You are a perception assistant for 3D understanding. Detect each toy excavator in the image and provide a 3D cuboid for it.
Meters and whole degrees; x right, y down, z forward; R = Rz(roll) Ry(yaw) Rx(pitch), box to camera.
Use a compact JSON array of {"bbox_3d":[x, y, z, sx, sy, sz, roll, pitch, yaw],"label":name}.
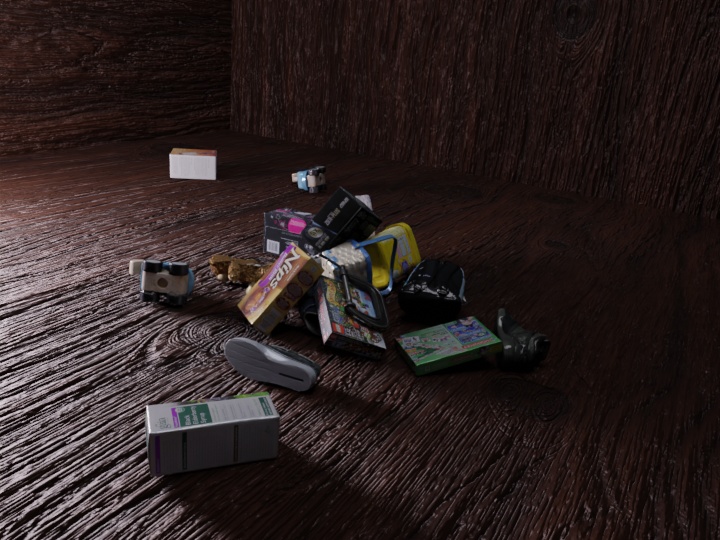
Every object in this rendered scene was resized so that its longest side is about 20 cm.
[{"bbox_3d":[-0.509,0.015,1.618,0.193,0.101,0.200,6,7,-2],"label":"toy excavator"},{"bbox_3d":[-0.241,-0.404,2.806,0.198,0.101,0.194,3,17,22],"label":"toy excavator"}]

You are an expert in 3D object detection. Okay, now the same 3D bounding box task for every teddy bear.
[{"bbox_3d":[-0.305,0.008,1.705,0.198,0.067,0.145,5,16,-11],"label":"teddy bear"}]

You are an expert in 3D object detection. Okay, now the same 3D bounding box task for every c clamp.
[{"bbox_3d":[-0.012,0.054,1.444,0.170,0.027,0.201,25,26,-29],"label":"c clamp"}]

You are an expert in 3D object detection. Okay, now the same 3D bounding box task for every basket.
[{"bbox_3d":[0.000,0.000,1.640,0.199,0.177,0.139,-9,33,-21],"label":"basket"}]

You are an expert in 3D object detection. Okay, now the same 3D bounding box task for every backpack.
[{"bbox_3d":[0.192,0.047,1.637,0.162,0.155,0.201,7,41,12],"label":"backpack"}]

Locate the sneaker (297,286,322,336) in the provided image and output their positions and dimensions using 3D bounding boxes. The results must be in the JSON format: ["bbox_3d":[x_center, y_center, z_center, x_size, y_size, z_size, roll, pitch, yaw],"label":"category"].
[{"bbox_3d":[-0.058,0.098,1.513,0.201,0.077,0.146,9,28,-25],"label":"sneaker"}]

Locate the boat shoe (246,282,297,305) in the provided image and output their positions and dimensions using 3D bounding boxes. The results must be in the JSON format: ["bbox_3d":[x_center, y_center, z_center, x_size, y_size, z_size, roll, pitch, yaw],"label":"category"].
[{"bbox_3d":[-0.191,0.048,1.622,0.199,0.064,0.073,8,20,9],"label":"boat shoe"}]

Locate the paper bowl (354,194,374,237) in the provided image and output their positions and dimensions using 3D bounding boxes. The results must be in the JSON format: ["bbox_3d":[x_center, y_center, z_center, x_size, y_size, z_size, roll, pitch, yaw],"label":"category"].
[{"bbox_3d":[-0.014,-0.124,1.936,0.103,0.202,0.201,-7,21,-2],"label":"paper bowl"}]

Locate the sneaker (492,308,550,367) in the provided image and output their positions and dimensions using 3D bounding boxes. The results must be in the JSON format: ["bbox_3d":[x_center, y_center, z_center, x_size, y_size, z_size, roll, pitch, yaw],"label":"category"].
[{"bbox_3d":[0.361,0.155,1.452,0.113,0.077,0.200,7,23,-1],"label":"sneaker"}]

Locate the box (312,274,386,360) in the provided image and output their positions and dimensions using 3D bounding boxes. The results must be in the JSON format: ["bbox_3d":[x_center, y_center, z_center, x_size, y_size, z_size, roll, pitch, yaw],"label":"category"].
[{"bbox_3d":[-0.027,0.101,1.414,0.136,0.038,0.201,20,29,-26],"label":"box"}]

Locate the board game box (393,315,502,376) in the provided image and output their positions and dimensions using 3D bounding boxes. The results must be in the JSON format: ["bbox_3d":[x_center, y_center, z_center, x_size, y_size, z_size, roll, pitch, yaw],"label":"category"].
[{"bbox_3d":[0.188,0.161,1.398,0.199,0.029,0.135,-13,25,-13],"label":"board game box"}]

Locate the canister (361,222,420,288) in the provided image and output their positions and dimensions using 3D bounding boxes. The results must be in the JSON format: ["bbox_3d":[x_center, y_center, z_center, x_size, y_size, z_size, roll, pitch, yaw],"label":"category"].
[{"bbox_3d":[0.083,-0.044,1.813,0.086,0.150,0.200,-14,8,31],"label":"canister"}]

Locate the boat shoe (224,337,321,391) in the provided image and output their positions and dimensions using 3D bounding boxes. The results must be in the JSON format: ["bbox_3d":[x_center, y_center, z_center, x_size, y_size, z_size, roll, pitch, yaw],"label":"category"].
[{"bbox_3d":[-0.172,0.184,1.266,0.199,0.073,0.071,21,14,13],"label":"boat shoe"}]

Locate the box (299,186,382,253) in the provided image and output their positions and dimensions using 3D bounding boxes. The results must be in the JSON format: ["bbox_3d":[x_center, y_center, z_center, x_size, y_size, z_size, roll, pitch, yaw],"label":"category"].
[{"bbox_3d":[-0.048,-0.116,1.706,0.086,0.164,0.200,45,9,17],"label":"box"}]

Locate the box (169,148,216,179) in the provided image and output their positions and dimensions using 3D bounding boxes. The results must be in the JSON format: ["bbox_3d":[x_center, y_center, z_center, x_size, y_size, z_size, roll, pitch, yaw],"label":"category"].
[{"bbox_3d":[-0.746,-0.479,2.869,0.198,0.107,0.152,0,20,-12],"label":"box"}]

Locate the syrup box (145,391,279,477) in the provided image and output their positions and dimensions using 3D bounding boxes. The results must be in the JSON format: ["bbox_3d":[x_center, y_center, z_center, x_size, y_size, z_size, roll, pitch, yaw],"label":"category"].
[{"bbox_3d":[-0.235,0.256,1.013,0.198,0.082,0.079,-2,20,-22],"label":"syrup box"}]

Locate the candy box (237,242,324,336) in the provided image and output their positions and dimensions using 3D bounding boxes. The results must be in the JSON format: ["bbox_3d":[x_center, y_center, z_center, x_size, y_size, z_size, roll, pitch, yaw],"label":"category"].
[{"bbox_3d":[-0.184,0.041,1.473,0.056,0.200,0.117,42,-2,-34],"label":"candy box"}]

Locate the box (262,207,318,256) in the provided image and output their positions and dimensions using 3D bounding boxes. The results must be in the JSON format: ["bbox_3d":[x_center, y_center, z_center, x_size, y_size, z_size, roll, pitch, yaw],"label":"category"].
[{"bbox_3d":[-0.182,-0.105,1.943,0.199,0.133,0.115,14,20,26],"label":"box"}]

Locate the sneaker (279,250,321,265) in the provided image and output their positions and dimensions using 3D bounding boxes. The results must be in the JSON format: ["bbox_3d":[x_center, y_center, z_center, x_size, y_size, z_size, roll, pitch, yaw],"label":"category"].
[{"bbox_3d":[-0.128,-0.006,1.796,0.198,0.076,0.081,1,39,-16],"label":"sneaker"}]
